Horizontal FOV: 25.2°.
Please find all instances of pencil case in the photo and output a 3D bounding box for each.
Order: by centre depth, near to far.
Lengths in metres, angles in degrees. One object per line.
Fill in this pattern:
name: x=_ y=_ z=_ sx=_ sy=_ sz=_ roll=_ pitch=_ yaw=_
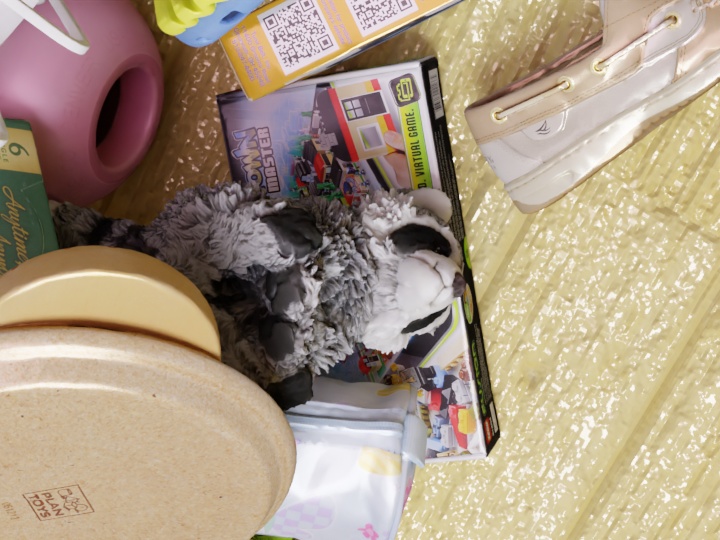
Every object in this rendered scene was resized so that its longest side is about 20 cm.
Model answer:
pencil case: x=-0.070 y=0.077 z=0.769 sx=0.200 sy=0.083 sz=0.091 roll=11 pitch=134 yaw=-1

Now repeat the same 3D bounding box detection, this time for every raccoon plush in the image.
raccoon plush: x=-0.045 y=-0.017 z=0.758 sx=0.200 sy=0.134 sz=0.097 roll=30 pitch=118 yaw=26

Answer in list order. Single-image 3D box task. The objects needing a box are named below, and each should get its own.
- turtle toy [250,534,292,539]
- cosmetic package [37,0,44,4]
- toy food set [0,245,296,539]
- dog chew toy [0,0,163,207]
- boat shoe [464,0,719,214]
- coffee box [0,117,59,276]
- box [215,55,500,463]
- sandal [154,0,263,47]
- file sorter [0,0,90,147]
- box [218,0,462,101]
turtle toy: x=-0.079 y=0.180 z=0.815 sx=0.200 sy=0.146 sz=0.101 roll=-15 pitch=98 yaw=-21
cosmetic package: x=-0.240 y=-0.228 z=0.713 sx=0.167 sy=0.166 sz=0.200 roll=-10 pitch=121 yaw=-16
toy food set: x=-0.127 y=0.077 z=0.671 sx=0.198 sy=0.049 sz=0.200 roll=-21 pitch=139 yaw=16
dog chew toy: x=-0.200 y=-0.105 z=0.811 sx=0.200 sy=0.124 sz=0.125 roll=20 pitch=107 yaw=20
boat shoe: x=0.130 y=-0.108 z=0.735 sx=0.200 sy=0.074 sz=0.069 roll=-39 pitch=95 yaw=21
coffee box: x=-0.202 y=0.030 z=0.750 sx=0.200 sy=0.044 sz=0.123 roll=-40 pitch=56 yaw=41
box: x=0.000 y=0.000 z=0.816 sx=0.110 sy=0.035 sz=0.200 roll=-8 pitch=100 yaw=18
sandal: x=-0.012 y=-0.153 z=0.650 sx=0.200 sy=0.087 sz=0.080 roll=-35 pitch=53 yaw=38
file sorter: x=-0.193 y=-0.105 z=0.626 sx=0.200 sy=0.125 sz=0.139 roll=-47 pitch=124 yaw=7
box: x=0.043 y=-0.140 z=0.728 sx=0.200 sy=0.119 sz=0.042 roll=-22 pitch=97 yaw=20
